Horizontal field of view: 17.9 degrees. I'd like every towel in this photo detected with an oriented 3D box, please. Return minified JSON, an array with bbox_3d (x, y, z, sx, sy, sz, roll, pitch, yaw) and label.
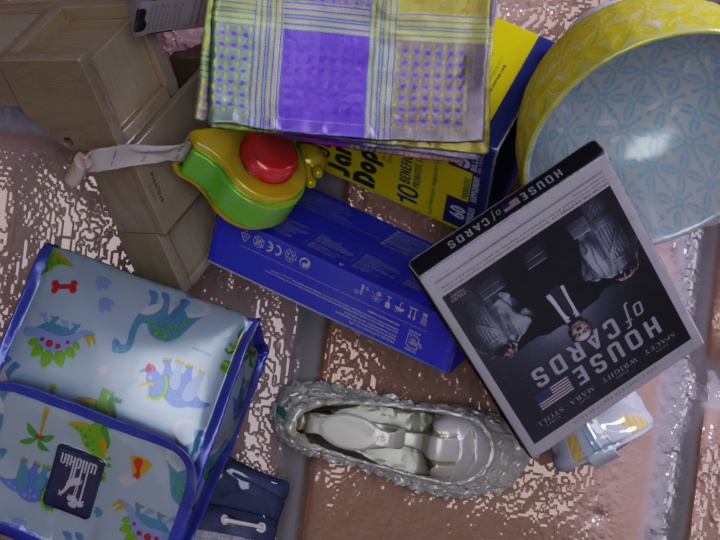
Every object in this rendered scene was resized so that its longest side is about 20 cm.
[{"bbox_3d":[-0.005,-0.153,1.506,0.198,0.023,0.145,7,89,-12],"label":"towel"}]

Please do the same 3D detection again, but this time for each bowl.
[{"bbox_3d":[0.188,-0.121,1.555,0.199,0.201,0.108,-16,50,-5],"label":"bowl"}]

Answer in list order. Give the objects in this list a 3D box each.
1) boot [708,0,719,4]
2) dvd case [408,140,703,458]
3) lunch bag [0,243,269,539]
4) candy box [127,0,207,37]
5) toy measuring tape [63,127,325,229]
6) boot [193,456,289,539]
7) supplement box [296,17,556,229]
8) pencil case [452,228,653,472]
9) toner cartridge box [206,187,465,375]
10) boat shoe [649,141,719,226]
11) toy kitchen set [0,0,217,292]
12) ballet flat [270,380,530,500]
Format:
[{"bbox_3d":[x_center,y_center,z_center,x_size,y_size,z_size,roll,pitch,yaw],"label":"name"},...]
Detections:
[{"bbox_3d":[0.251,-0.220,1.666,0.070,0.132,0.200,42,86,-1],"label":"boot"},{"bbox_3d":[0.137,0.024,1.552,0.150,0.025,0.200,-34,129,0],"label":"dvd case"},{"bbox_3d":[-0.176,0.105,1.590,0.169,0.128,0.201,20,78,8],"label":"lunch bag"},{"bbox_3d":[-0.070,-0.261,1.560,0.198,0.072,0.169,-9,76,-11],"label":"candy box"},{"bbox_3d":[-0.103,-0.059,1.558,0.199,0.073,0.074,-9,88,-36],"label":"toy measuring tape"},{"bbox_3d":[-0.154,0.165,1.659,0.199,0.073,0.091,20,77,-9],"label":"boot"},{"bbox_3d":[0.023,-0.129,1.619,0.199,0.109,0.110,24,58,12],"label":"supplement box"},{"bbox_3d":[0.141,0.045,1.669,0.083,0.091,0.201,-25,91,-5],"label":"pencil case"},{"bbox_3d":[0.000,0.000,1.623,0.199,0.095,0.043,25,118,18],"label":"toner cartridge box"},{"bbox_3d":[0.187,-0.085,1.688,0.201,0.086,0.075,24,91,26],"label":"boat shoe"},{"bbox_3d":[-0.185,-0.115,1.670,0.163,0.179,0.201,-52,132,-40],"label":"toy kitchen set"},{"bbox_3d":[0.031,0.127,1.670,0.198,0.072,0.072,10,87,-5],"label":"ballet flat"}]
